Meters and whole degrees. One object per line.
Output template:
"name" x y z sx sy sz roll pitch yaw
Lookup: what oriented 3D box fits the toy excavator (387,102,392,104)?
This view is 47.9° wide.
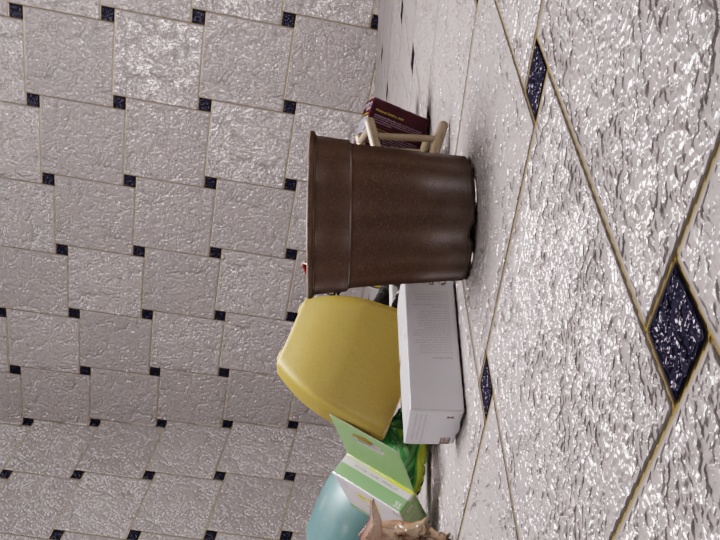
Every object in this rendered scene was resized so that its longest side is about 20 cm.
"toy excavator" 0.039 -0.192 1.544 0.195 0.098 0.202 -62 -33 -46

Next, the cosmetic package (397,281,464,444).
"cosmetic package" 0.089 0.114 1.065 0.102 0.073 0.202 94 178 -54

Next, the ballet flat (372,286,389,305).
"ballet flat" 0.056 0.059 1.530 0.057 0.066 0.201 -50 9 48

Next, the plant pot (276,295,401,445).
"plant pot" -0.025 0.145 1.301 0.196 0.197 0.197 106 -173 -75

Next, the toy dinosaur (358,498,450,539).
"toy dinosaur" 0.047 0.370 1.091 0.135 0.200 0.087 -1 56 50

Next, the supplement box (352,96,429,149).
"supplement box" 0.033 -0.177 1.376 0.061 0.107 0.203 -167 96 -75

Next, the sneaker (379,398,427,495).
"sneaker" 0.068 0.265 1.310 0.074 0.082 0.204 115 161 -82

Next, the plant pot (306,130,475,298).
"plant pot" 0.033 -0.066 0.992 0.200 0.195 0.204 180 90 -87

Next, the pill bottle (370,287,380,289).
"pill bottle" 0.045 -0.050 1.706 0.201 0.110 0.114 96 175 -63

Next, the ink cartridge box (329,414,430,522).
"ink cartridge box" 0.020 0.319 1.228 0.048 0.144 0.201 -48 -44 -25

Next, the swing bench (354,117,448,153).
"swing bench" 0.057 -0.118 1.244 0.199 0.127 0.204 -152 64 -86

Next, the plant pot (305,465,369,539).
"plant pot" 0.010 0.447 1.521 0.201 0.197 0.163 -94 18 -66

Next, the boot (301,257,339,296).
"boot" -0.001 0.000 1.459 0.154 0.204 0.073 -53 16 -29

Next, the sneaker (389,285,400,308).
"sneaker" 0.078 0.008 1.412 0.081 0.073 0.203 -83 -3 -72
